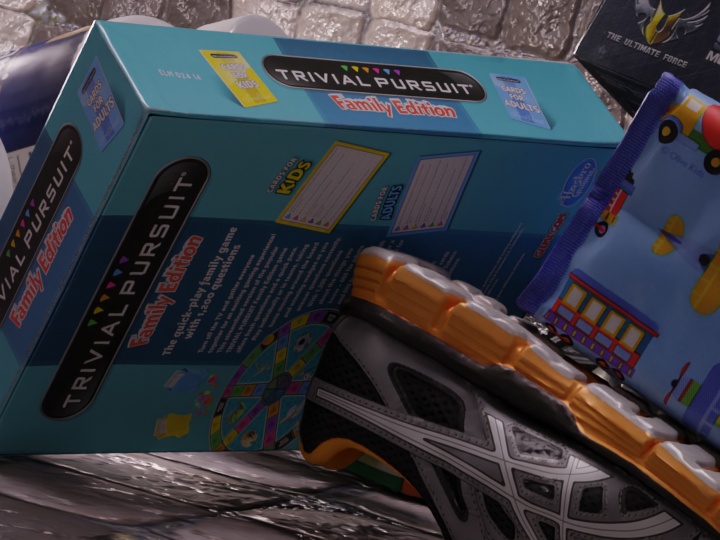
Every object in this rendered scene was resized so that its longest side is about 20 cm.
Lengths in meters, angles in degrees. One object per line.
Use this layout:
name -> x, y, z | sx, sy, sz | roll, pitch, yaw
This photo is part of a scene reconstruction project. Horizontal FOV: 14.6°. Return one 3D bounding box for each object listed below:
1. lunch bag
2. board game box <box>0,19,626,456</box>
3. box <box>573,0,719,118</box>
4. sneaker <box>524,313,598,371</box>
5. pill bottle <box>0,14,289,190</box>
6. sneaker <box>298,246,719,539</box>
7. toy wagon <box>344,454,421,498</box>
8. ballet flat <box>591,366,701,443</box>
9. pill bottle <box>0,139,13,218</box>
lunch bag -> 0.158, 0.018, 0.983 | 0.150, 0.094, 0.200 | 34, 7, 14
board game box -> -0.026, -0.006, 0.954 | 0.199, 0.151, 0.047 | 2, 41, -37
box -> 0.194, -0.034, 1.029 | 0.199, 0.051, 0.158 | 27, -8, 39
sneaker -> 0.051, 0.008, 1.109 | 0.199, 0.086, 0.078 | 11, 5, -24
pill bottle -> -0.120, -0.045, 1.200 | 0.199, 0.112, 0.111 | -14, -10, 27
sneaker -> 0.067, 0.072, 0.905 | 0.199, 0.078, 0.078 | 34, 5, 21
toy wagon -> 0.041, 0.069, 1.127 | 0.199, 0.040, 0.155 | 10, 4, -33
ballet flat -> 0.110, 0.057, 1.026 | 0.075, 0.064, 0.200 | -35, -5, 28
pill bottle -> -0.232, -0.026, 1.004 | 0.199, 0.115, 0.114 | 11, 4, -36
